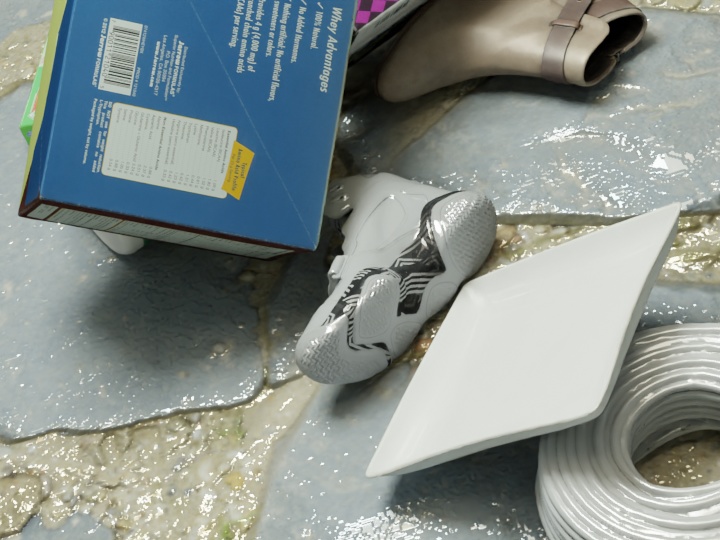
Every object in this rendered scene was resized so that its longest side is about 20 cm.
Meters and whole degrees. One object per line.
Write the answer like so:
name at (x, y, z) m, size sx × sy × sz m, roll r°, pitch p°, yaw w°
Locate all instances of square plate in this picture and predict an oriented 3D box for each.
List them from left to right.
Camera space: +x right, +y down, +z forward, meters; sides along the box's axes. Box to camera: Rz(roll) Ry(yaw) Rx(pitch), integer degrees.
square plate at (0.113, 0.052, 1.138) m, size 0.198 × 0.028 × 0.200 m, roll -22°, pitch 28°, yaw 42°

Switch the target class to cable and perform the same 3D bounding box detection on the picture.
cable at (0.204, 0.120, 1.069) m, size 0.200 × 0.069 × 0.200 m, roll 10°, pitch 51°, yaw 28°

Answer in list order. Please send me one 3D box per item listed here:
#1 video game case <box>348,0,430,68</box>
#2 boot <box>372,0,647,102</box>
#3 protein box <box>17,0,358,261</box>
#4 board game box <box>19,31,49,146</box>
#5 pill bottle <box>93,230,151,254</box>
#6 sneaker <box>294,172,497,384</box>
video game case at (0.041, -0.231, 1.415) m, size 0.200 × 0.181 × 0.036 m, roll -38°, pitch 90°, yaw -17°
boot at (0.127, -0.180, 1.393) m, size 0.146 × 0.070 × 0.200 m, roll 29°, pitch 61°, yaw 37°
protein box at (-0.127, -0.122, 1.262) m, size 0.200 × 0.135 × 0.199 m, roll 11°, pitch 84°, yaw -17°
board game box at (-0.222, -0.195, 1.560) m, size 0.134 × 0.029 × 0.200 m, roll -7°, pitch 45°, yaw 13°
pill bottle at (-0.139, -0.111, 1.388) m, size 0.200 × 0.113 × 0.113 m, roll -36°, pitch 46°, yaw -17°
sneaker at (0.000, 0.000, 1.260) m, size 0.115 × 0.075 × 0.200 m, roll 24°, pitch 53°, yaw 36°
